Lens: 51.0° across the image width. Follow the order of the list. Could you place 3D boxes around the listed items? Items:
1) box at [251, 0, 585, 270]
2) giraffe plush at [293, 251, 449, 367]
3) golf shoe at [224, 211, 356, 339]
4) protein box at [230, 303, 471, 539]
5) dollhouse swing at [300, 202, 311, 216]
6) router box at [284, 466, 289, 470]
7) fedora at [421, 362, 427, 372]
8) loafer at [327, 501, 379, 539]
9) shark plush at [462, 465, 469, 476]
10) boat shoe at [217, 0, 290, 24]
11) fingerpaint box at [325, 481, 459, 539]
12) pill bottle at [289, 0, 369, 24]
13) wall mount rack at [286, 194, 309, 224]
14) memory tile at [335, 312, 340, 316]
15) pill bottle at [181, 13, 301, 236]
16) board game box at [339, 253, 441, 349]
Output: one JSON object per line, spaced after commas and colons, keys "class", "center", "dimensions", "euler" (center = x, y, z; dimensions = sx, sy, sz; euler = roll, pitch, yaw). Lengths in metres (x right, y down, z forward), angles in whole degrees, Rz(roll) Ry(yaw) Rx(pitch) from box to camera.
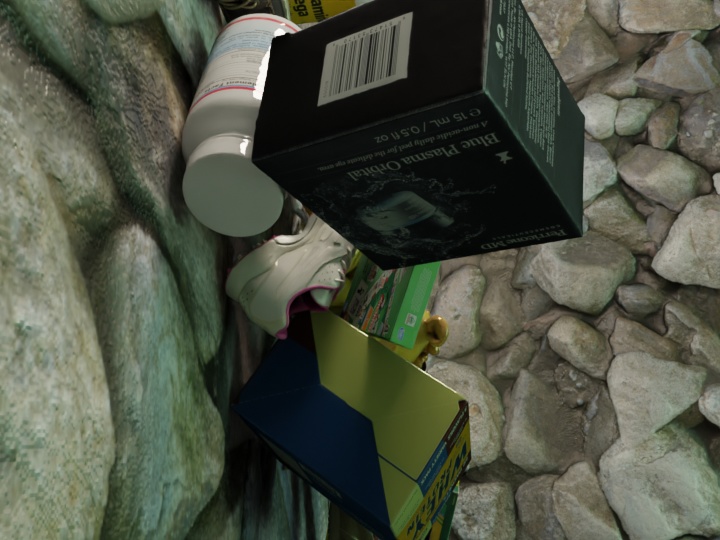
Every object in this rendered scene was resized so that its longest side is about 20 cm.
{"class": "box", "center": [0.054, -0.104, 0.591], "dimensions": [0.199, 0.192, 0.121], "euler": [36, 53, -47]}
{"class": "giraffe plush", "center": [0.018, 0.045, 0.892], "dimensions": [0.173, 0.195, 0.166], "euler": [103, -35, -72]}
{"class": "golf shoe", "center": [-0.035, -0.010, 0.747], "dimensions": [0.092, 0.198, 0.076], "euler": [49, -17, 18]}
{"class": "protein box", "center": [0.001, 0.171, 0.788], "dimensions": [0.136, 0.196, 0.201], "euler": [-52, 156, -18]}
{"class": "dollhouse swing", "center": [-0.022, -0.160, 0.950], "dimensions": [0.175, 0.182, 0.201], "euler": [40, 17, -8]}
{"class": "router box", "center": [-0.058, 0.182, 1.019], "dimensions": [0.200, 0.051, 0.162], "euler": [55, 32, -76]}
{"class": "fedora", "center": [0.009, 0.173, 1.204], "dimensions": [0.091, 0.197, 0.178], "euler": [56, 34, -14]}
{"class": "loafer", "center": [-0.004, 0.258, 0.961], "dimensions": [0.076, 0.065, 0.207], "euler": [11, 80, -82]}
{"class": "shark plush", "center": [0.054, 0.218, 1.008], "dimensions": [0.091, 0.200, 0.084], "euler": [-38, 168, -42]}
{"class": "boat shoe", "center": [-0.123, -0.283, 0.722], "dimensions": [0.074, 0.072, 0.204], "euler": [-68, 147, -51]}
{"class": "fingerpaint box", "center": [0.035, 0.366, 1.036], "dimensions": [0.073, 0.162, 0.206], "euler": [-28, 131, -81]}
{"class": "pill bottle", "center": [-0.043, -0.333, 0.827], "dimensions": [0.112, 0.194, 0.116], "euler": [-4, 90, -82]}
{"class": "wall mount rack", "center": [-0.019, -0.131, 0.774], "dimensions": [0.200, 0.074, 0.175], "euler": [-44, 161, -20]}
{"class": "memory tile", "center": [0.000, 0.000, 1.036], "dimensions": [0.017, 0.197, 0.157], "euler": [15, 92, -46]}
{"class": "pill bottle", "center": [-0.095, -0.129, 0.660], "dimensions": [0.110, 0.105, 0.203], "euler": [79, 11, -45]}
{"class": "board game box", "center": [0.044, -0.031, 0.761], "dimensions": [0.134, 0.029, 0.205], "euler": [8, -102, 66]}
